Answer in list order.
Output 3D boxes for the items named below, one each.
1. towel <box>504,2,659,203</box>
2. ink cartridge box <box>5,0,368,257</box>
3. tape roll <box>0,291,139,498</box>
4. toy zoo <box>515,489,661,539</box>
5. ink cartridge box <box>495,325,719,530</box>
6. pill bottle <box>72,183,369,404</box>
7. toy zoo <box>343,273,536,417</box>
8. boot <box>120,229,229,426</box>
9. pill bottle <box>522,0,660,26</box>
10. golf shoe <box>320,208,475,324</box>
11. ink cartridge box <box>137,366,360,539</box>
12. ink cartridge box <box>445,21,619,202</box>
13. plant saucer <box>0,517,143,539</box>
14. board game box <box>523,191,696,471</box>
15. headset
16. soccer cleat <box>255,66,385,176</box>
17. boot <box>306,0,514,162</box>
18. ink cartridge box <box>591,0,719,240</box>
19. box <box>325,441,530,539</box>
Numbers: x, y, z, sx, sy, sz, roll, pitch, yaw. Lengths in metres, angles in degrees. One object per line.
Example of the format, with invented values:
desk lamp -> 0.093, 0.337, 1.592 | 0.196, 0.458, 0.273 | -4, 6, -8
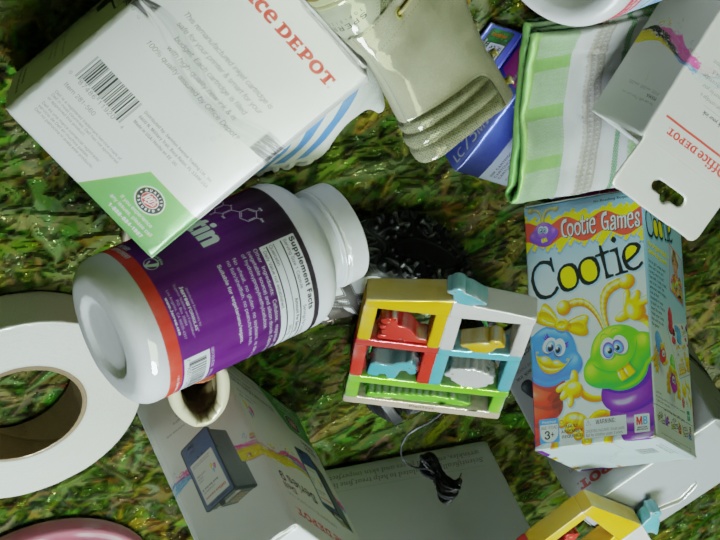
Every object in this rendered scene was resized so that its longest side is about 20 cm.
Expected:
towel -> 0.203, -0.130, 1.662 | 0.200, 0.031, 0.149 | -12, 116, -31
ink cartridge box -> -0.114, -0.131, 1.462 | 0.200, 0.084, 0.146 | -38, 111, 12
tape roll -> -0.269, 0.100, 1.699 | 0.203, 0.037, 0.203 | -15, 139, -13
toy zoo -> 0.164, 0.250, 1.799 | 0.200, 0.020, 0.131 | -39, 137, 12
ink cartridge box -> 0.219, 0.108, 1.847 | 0.146, 0.200, 0.084 | -37, 139, 12
pill bottle -> -0.097, 0.009, 1.555 | 0.200, 0.112, 0.113 | -25, 142, -26
toy zoo -> 0.061, 0.056, 1.703 | 0.131, 0.020, 0.200 | 6, 149, -3
boot -> -0.131, 0.027, 1.646 | 0.075, 0.107, 0.200 | -13, 136, -12
pill bottle -> 0.189, -0.236, 1.494 | 0.200, 0.109, 0.109 | -25, 150, -50
golf shoe -> 0.000, 0.000, 1.726 | 0.200, 0.078, 0.094 | 10, 145, -34
ink cartridge box -> -0.082, 0.182, 1.761 | 0.087, 0.200, 0.145 | -36, 139, 10
ink cartridge box -> 0.148, -0.116, 1.698 | 0.200, 0.042, 0.119 | 15, 124, -37
plant saucer -> -0.270, 0.299, 1.899 | 0.200, 0.051, 0.201 | -16, 139, -14
board game box -> 0.199, 0.050, 1.742 | 0.103, 0.200, 0.105 | -8, 162, 24
headset -> 0.059, 0.097, 1.831 | 0.123, 0.094, 0.200 | -13, 127, -16
soccer cleat -> -0.070, -0.092, 1.580 | 0.200, 0.070, 0.086 | -31, 145, 6
boot -> 0.054, -0.181, 1.450 | 0.072, 0.200, 0.155 | -13, 119, 43
ink cartridge box -> 0.256, -0.136, 1.637 | 0.116, 0.067, 0.200 | 32, 92, -39
box -> 0.050, 0.279, 1.938 | 0.199, 0.200, 0.131 | -8, 138, -20
